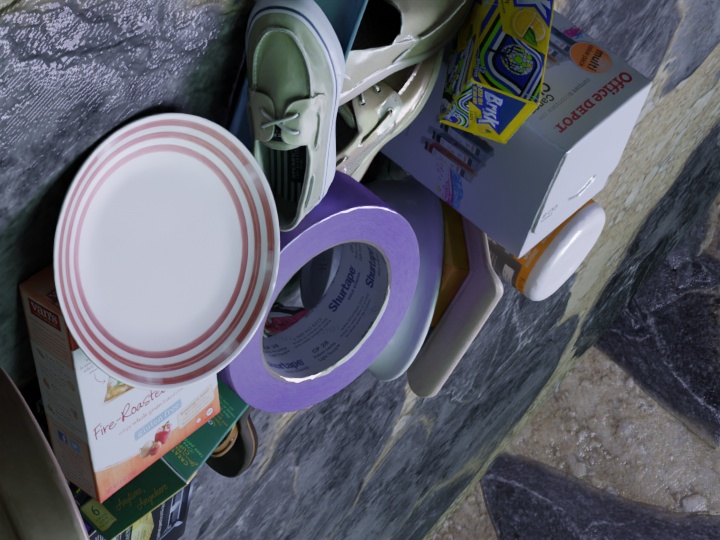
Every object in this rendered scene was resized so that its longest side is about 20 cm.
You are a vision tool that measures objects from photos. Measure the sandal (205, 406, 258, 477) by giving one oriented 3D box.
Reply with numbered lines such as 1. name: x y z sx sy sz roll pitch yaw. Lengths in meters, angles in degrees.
1. sandal: -0.137 0.144 1.691 0.055 0.082 0.200 -45 168 -29

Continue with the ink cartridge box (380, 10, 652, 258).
1. ink cartridge box: 0.127 -0.144 1.576 0.145 0.200 0.145 -39 160 -37

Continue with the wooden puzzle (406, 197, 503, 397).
1. wooden puzzle: 0.068 -0.010 1.665 0.037 0.200 0.185 6 140 -22

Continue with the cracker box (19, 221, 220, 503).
1. cracker box: -0.179 0.062 1.354 0.134 0.058 0.200 -37 141 -33

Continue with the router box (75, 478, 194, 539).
1. router box: -0.233 0.243 1.713 0.157 0.052 0.200 -40 161 -32

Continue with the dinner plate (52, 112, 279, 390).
1. dinner plate: -0.141 -0.014 1.279 0.200 0.024 0.201 -4 96 -41

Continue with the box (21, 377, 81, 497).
1. box: -0.196 0.085 1.487 0.200 0.044 0.160 -45 163 -20

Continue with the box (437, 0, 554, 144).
1. box: 0.119 -0.210 1.471 0.070 0.064 0.200 129 -24 -57

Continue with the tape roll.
1. tape roll: -0.046 0.018 1.470 0.200 0.066 0.200 -28 139 -28

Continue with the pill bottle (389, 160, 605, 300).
1. pill bottle: 0.133 -0.071 1.754 0.116 0.200 0.116 -46 164 -18

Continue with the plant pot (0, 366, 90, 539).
1. plant pot: -0.295 0.184 1.221 0.174 0.200 0.200 -26 155 -20

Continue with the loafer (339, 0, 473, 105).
1. loafer: 0.023 -0.199 1.401 0.200 0.076 0.068 -42 167 -28

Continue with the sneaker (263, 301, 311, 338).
1. sneaker: -0.083 0.062 1.654 0.075 0.081 0.200 -52 -170 -23

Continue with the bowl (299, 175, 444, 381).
1. bowl: 0.000 0.000 1.675 0.090 0.201 0.201 9 131 -20

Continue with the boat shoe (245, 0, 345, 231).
1. boat shoe: -0.050 -0.114 1.316 0.200 0.072 0.062 84 18 -44

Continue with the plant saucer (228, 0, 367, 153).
1. plant saucer: -0.049 -0.152 1.337 0.019 0.070 0.200 -74 -176 -45

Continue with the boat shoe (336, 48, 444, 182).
1. boat shoe: -0.002 -0.138 1.478 0.200 0.072 0.065 -54 155 8

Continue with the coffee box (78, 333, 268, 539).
1. coffee box: -0.152 0.140 1.528 0.123 0.044 0.200 -38 -172 35
